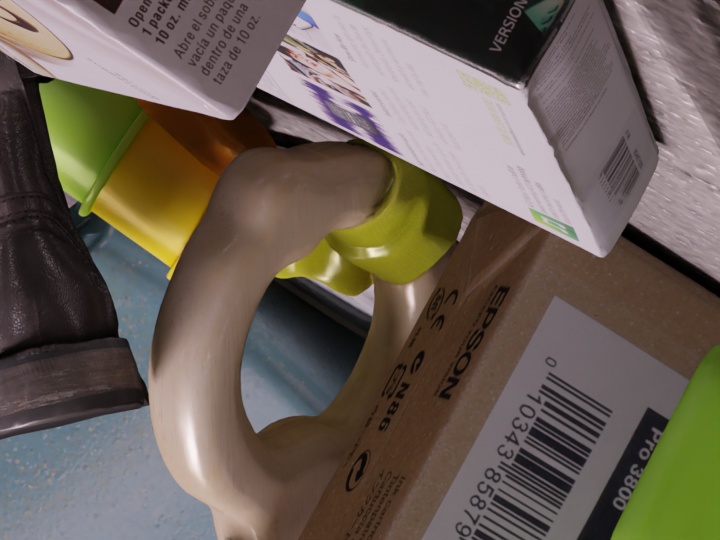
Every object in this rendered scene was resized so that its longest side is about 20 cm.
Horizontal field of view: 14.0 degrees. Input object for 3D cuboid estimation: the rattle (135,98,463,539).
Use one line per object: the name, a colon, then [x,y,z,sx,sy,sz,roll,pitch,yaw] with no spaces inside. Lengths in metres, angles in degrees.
rattle: [-0.054,0.044,0.965,0.142,0.201,0.130,19,-161,24]

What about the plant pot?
plant pot: [-0.085,0.075,1.250,0.200,0.195,0.196,51,-169,-14]

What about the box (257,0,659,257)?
box: [-0.027,-0.077,0.712,0.199,0.036,0.144,26,172,17]

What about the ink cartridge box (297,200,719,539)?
ink cartridge box: [0.068,0.102,0.908,0.164,0.201,0.075,30,173,-17]

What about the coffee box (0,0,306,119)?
coffee box: [-0.102,-0.116,0.544,0.200,0.080,0.113,33,173,-27]

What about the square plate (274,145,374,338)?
square plate: [0.000,0.000,1.162,0.200,0.029,0.198,34,171,-30]

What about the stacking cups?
stacking cups: [-0.129,-0.079,1.037,0.200,0.061,0.061,37,173,-2]

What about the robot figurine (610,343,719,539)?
robot figurine: [0.169,0.094,0.788,0.199,0.116,0.175,28,179,8]

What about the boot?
boot: [-0.114,-0.036,0.924,0.069,0.175,0.200,-12,178,-14]
